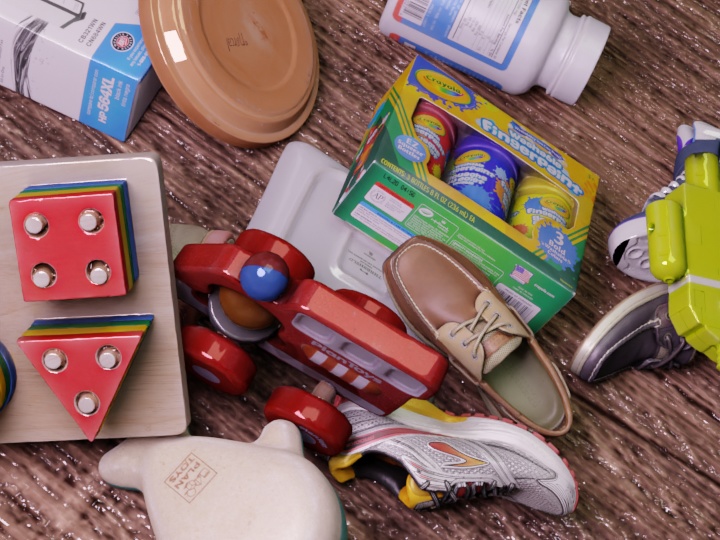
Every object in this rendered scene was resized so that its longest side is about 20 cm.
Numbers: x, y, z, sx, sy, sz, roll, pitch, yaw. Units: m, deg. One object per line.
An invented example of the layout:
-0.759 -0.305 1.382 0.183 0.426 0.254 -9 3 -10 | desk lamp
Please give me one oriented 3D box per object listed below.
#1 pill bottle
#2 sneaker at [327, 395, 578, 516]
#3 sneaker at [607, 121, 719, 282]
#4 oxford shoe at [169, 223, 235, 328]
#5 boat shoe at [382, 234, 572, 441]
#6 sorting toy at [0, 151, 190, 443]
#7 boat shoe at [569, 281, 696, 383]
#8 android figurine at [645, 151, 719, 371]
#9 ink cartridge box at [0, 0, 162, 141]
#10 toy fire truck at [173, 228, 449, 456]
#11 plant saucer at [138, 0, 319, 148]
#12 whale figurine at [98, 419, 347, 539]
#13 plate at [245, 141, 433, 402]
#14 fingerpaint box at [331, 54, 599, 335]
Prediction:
0.128 -0.234 1.422 0.200 0.112 0.112 26 51 0 | pill bottle
0.068 0.154 1.150 0.199 0.078 0.082 15 55 5 | sneaker
0.296 -0.071 1.384 0.199 0.081 0.147 -5 51 -19 | sneaker
-0.164 0.040 1.163 0.074 0.071 0.200 16 44 12 | oxford shoe
0.101 0.053 1.181 0.076 0.074 0.200 -45 100 -7 | boat shoe
-0.228 0.030 1.022 0.199 0.199 0.070 -3 15 4 | sorting toy
0.262 0.051 1.286 0.200 0.072 0.065 -23 60 -37 | boat shoe
0.320 -0.001 1.277 0.182 0.041 0.201 15 61 -19 | android figurine
-0.257 -0.223 1.303 0.200 0.084 0.146 25 51 -1 | ink cartridge box
-0.043 0.038 1.069 0.200 0.168 0.112 32 69 -3 | toy fire truck
-0.106 -0.206 1.308 0.200 0.032 0.201 20 62 -42 | plant saucer
-0.096 0.175 1.072 0.200 0.104 0.159 31 72 34 | whale figurine
0.000 0.000 1.235 0.199 0.032 0.200 31 49 -9 | plate
0.095 -0.065 1.269 0.200 0.073 0.167 33 40 -10 | fingerpaint box
